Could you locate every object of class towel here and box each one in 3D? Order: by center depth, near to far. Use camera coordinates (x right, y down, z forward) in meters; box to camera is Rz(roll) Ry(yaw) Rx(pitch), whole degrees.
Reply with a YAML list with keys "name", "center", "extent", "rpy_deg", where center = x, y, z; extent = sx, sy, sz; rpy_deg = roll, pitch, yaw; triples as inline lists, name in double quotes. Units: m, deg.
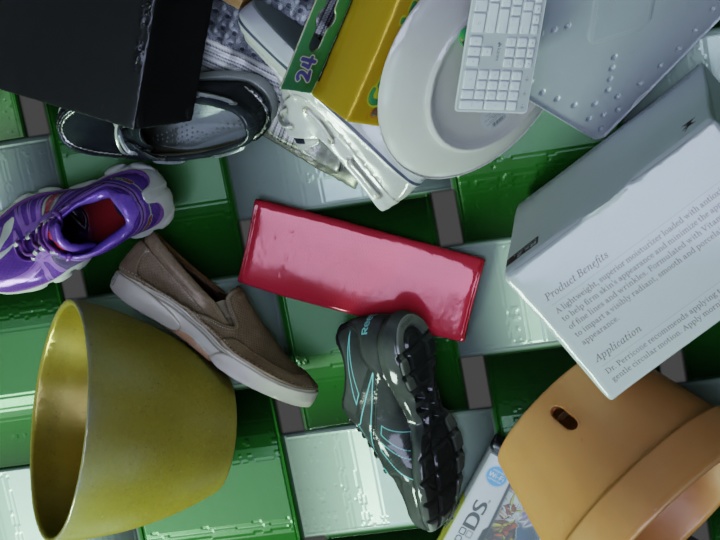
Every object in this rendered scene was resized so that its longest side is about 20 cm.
- name: "towel"
  center: [-0.043, -0.189, 1.724]
  extent: [0.199, 0.035, 0.193]
  rpy_deg: [28, 108, -1]

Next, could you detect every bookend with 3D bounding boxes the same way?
- name: "bookend"
  center: [-0.220, -0.232, 1.663]
  extent: [0.199, 0.092, 0.200]
  rpy_deg: [16, 104, 23]

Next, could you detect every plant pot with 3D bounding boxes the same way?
- name: "plant pot"
  center: [0.205, 0.158, 1.712]
  extent: [0.140, 0.200, 0.200]
  rpy_deg: [46, 109, 19]
- name: "plant pot"
  center: [-0.185, 0.129, 1.774]
  extent: [0.141, 0.200, 0.201]
  rpy_deg: [5, 109, -21]

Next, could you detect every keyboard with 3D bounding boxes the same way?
- name: "keyboard"
  center: [0.108, -0.202, 1.537]
  extent: [0.056, 0.011, 0.201]
  rpy_deg: [-2, 124, -15]

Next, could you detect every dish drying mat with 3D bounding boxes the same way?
- name: "dish drying mat"
  center: [0.000, 0.000, 1.782]
  extent: [0.199, 0.018, 0.077]
  rpy_deg: [15, 109, 5]

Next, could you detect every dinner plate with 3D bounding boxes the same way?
- name: "dinner plate"
  center: [0.097, -0.156, 1.643]
  extent: [0.024, 0.200, 0.201]
  rpy_deg: [41, 113, 38]

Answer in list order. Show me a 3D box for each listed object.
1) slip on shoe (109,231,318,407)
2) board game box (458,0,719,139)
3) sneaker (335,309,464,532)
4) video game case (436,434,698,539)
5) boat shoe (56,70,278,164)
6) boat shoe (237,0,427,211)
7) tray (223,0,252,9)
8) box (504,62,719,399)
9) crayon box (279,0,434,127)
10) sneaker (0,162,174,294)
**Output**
- name: "slip on shoe"
  center: [-0.114, 0.042, 1.788]
  extent: [0.200, 0.076, 0.061]
  rpy_deg: [34, 97, 4]
- name: "board game box"
  center: [0.194, -0.207, 1.620]
  extent: [0.200, 0.200, 0.026]
  rpy_deg: [-46, 52, 17]
- name: "sneaker"
  center: [0.033, 0.126, 1.798]
  extent: [0.079, 0.075, 0.201]
  rpy_deg: [-1, 110, 34]
- name: "video game case"
  center: [0.162, 0.263, 1.831]
  extent: [0.199, 0.026, 0.181]
  rpy_deg: [27, 108, 0]
- name: "boat shoe"
  center: [-0.168, -0.123, 1.733]
  extent: [0.199, 0.060, 0.076]
  rpy_deg: [-9, 116, 24]
- name: "boat shoe"
  center: [-0.033, -0.127, 1.697]
  extent: [0.200, 0.071, 0.070]
  rpy_deg: [43, 108, -11]
- name: "tray"
  center: [-0.154, -0.302, 1.690]
  extent: [0.199, 0.037, 0.099]
  rpy_deg: [31, 111, 9]
- name: "box"
  center: [0.230, -0.034, 1.643]
  extent: [0.199, 0.200, 0.131]
  rpy_deg: [-38, 100, 17]
- name: "crayon box"
  center: [0.045, -0.173, 1.637]
  extent: [0.052, 0.199, 0.126]
  rpy_deg: [39, 114, 39]
- name: "sneaker"
  center: [-0.251, -0.034, 1.765]
  extent: [0.199, 0.083, 0.081]
  rpy_deg: [-25, 94, 29]
